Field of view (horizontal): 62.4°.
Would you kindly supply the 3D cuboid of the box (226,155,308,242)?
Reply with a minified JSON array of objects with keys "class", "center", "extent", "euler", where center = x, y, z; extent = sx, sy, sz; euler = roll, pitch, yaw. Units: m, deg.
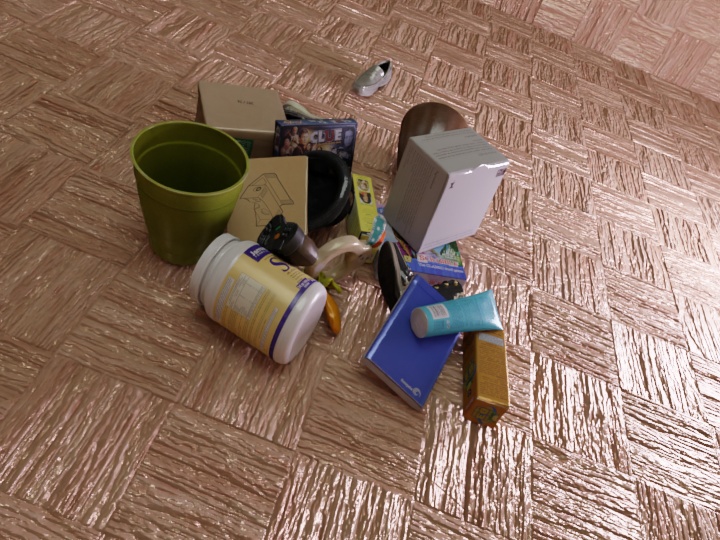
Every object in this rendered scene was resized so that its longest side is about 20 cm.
[{"class":"box","center":[-0.183,-0.134,1.175],"extent":[0.157,0.021,0.206],"euler":[-2,64,0]}]

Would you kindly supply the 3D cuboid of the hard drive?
[{"class":"hard drive","center":[0.100,0.122,1.053],"extent":[0.131,0.025,0.202],"euler":[41,56,-6]}]

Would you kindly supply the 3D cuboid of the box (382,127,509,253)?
[{"class":"box","center":[0.177,-0.172,1.253],"extent":[0.195,0.204,0.131],"euler":[-17,52,-37]}]

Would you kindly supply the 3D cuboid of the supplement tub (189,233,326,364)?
[{"class":"supplement tub","center":[-0.169,0.043,0.985],"extent":[0.196,0.148,0.146],"euler":[30,42,9]}]

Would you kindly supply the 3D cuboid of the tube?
[{"class":"tube","center":[0.180,0.081,1.072],"extent":[0.195,0.050,0.080],"euler":[-5,78,-33]}]

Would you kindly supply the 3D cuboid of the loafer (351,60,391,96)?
[{"class":"loafer","center":[0.036,-0.574,1.762],"extent":[0.069,0.071,0.201],"euler":[30,42,9]}]

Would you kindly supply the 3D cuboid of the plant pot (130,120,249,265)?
[{"class":"plant pot","center":[-0.307,-0.123,1.059],"extent":[0.194,0.196,0.204],"euler":[11,43,-11]}]

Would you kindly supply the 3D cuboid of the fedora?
[{"class":"fedora","center":[-0.090,-0.150,1.241],"extent":[0.091,0.198,0.203],"euler":[40,16,-53]}]

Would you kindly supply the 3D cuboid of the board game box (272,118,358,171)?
[{"class":"board game box","center":[-0.103,-0.269,1.338],"extent":[0.195,0.139,0.035],"euler":[-11,35,-31]}]

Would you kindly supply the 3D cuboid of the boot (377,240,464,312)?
[{"class":"boot","center":[0.121,0.036,1.159],"extent":[0.146,0.073,0.205],"euler":[-4,62,-29]}]

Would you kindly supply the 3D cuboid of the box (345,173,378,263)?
[{"class":"box","center":[0.002,-0.115,1.277],"extent":[0.048,0.076,0.204],"euler":[8,43,-17]}]

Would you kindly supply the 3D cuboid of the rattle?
[{"class":"rattle","center":[0.000,0.000,1.106],"extent":[0.195,0.133,0.143],"euler":[-21,47,-26]}]

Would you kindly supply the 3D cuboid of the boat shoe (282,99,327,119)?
[{"class":"boat shoe","center":[-0.122,-0.347,1.467],"extent":[0.197,0.073,0.065],"euler":[34,54,8]}]

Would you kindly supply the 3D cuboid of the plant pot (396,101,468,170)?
[{"class":"plant pot","center":[0.161,-0.267,1.440],"extent":[0.182,0.189,0.204],"euler":[21,54,0]}]

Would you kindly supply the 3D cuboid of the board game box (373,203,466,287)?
[{"class":"board game box","center":[0.118,-0.053,1.287],"extent":[0.193,0.042,0.203],"euler":[9,44,-16]}]

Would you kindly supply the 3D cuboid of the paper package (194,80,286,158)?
[{"class":"paper package","center":[-0.270,-0.331,1.356],"extent":[0.194,0.105,0.194],"euler":[0,46,-24]}]

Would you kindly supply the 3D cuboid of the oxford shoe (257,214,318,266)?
[{"class":"oxford shoe","center":[-0.129,-0.043,1.048],"extent":[0.084,0.073,0.199],"euler":[42,-3,-28]}]

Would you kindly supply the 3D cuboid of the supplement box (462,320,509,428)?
[{"class":"supplement box","center":[0.226,0.177,1.082],"extent":[0.067,0.068,0.203],"euler":[16,42,-7]}]
